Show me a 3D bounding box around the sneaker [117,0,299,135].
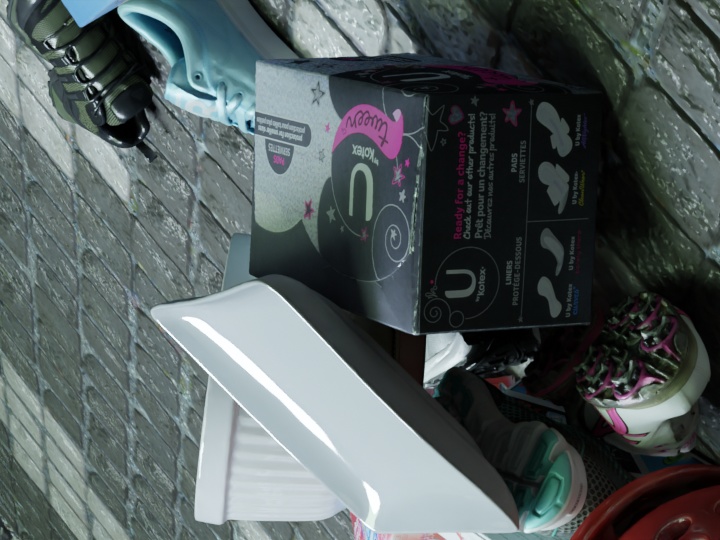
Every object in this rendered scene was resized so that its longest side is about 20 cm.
[{"bbox_3d":[-0.083,-0.117,1.631,0.200,0.082,0.074,49,161,16],"label":"sneaker"}]

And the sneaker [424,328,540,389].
[{"bbox_3d":[0.071,0.017,1.529,0.200,0.074,0.080,110,142,-67],"label":"sneaker"}]

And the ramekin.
[{"bbox_3d":[-0.050,0.080,1.721,0.105,0.201,0.200,8,154,-1],"label":"ramekin"}]

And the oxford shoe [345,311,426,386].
[{"bbox_3d":[0.000,0.000,1.529,0.200,0.074,0.071,-94,6,-55],"label":"oxford shoe"}]

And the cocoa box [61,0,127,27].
[{"bbox_3d":[-0.125,-0.243,1.443,0.131,0.133,0.200,56,161,-6],"label":"cocoa box"}]

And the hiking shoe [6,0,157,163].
[{"bbox_3d":[-0.195,-0.161,1.856,0.101,0.076,0.200,35,163,26],"label":"hiking shoe"}]

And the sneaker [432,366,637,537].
[{"bbox_3d":[0.099,0.115,1.446,0.091,0.078,0.200,19,-172,-25],"label":"sneaker"}]

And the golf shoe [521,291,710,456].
[{"bbox_3d":[0.161,0.062,1.384,0.092,0.073,0.200,37,173,-8],"label":"golf shoe"}]

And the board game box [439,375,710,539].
[{"bbox_3d":[0.126,0.137,1.490,0.200,0.126,0.035,32,150,49],"label":"board game box"}]

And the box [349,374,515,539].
[{"bbox_3d":[0.054,0.157,1.689,0.200,0.102,0.095,102,159,-63],"label":"box"}]

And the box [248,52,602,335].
[{"bbox_3d":[0.029,-0.047,1.369,0.200,0.114,0.133,19,109,59],"label":"box"}]

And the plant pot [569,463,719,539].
[{"bbox_3d":[0.202,0.202,1.310,0.182,0.200,0.201,22,142,58],"label":"plant pot"}]

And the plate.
[{"bbox_3d":[-0.013,0.073,1.407,0.200,0.032,0.199,45,160,-13],"label":"plate"}]
